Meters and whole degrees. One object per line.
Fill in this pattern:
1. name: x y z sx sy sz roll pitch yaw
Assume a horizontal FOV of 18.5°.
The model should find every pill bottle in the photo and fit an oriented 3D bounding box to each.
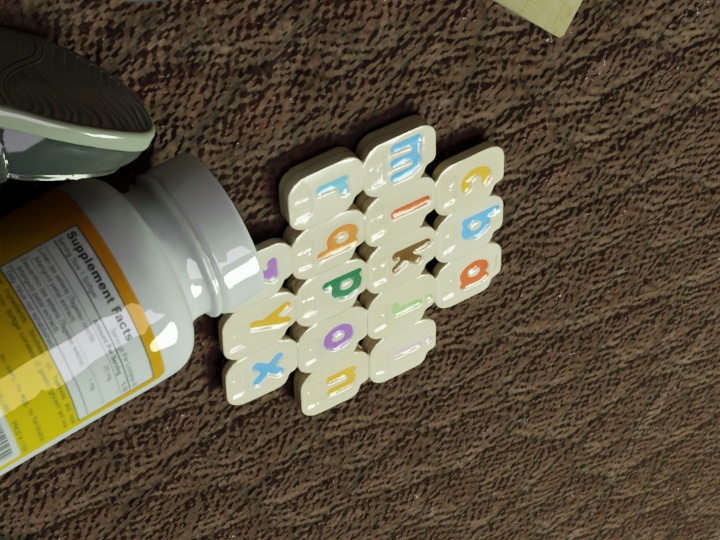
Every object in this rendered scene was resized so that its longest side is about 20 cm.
1. pill bottle: -0.153 0.023 1.106 0.199 0.111 0.111 -30 142 -16

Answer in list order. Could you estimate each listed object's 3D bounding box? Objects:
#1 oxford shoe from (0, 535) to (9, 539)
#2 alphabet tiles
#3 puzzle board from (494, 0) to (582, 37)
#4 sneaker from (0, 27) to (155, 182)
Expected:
1. oxford shoe: -0.243 0.184 1.210 0.200 0.084 0.073 15 114 -50
2. alphabet tiles: 0.000 0.000 1.300 0.195 0.015 0.201 -25 140 -21
3. puzzle board: 0.083 -0.218 1.139 0.200 0.017 0.151 21 101 -51
4. sneaker: -0.200 -0.053 1.031 0.199 0.075 0.106 5 128 -33
